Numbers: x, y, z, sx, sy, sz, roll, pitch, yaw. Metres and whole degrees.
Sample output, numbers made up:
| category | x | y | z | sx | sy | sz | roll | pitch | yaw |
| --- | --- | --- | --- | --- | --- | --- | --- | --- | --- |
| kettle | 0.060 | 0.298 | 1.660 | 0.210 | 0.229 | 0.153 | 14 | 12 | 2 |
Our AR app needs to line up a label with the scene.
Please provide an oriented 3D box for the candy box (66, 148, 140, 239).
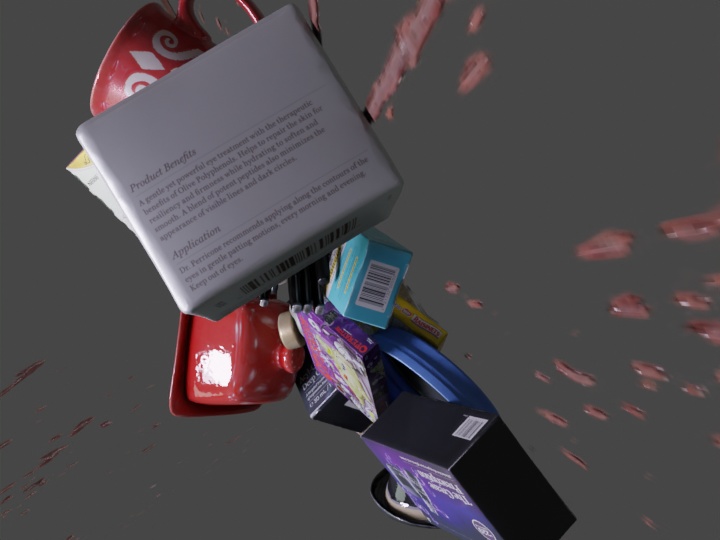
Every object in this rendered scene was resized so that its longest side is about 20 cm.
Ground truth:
| category | x | y | z | sx | sy | sz | roll | pitch | yaw |
| --- | --- | --- | --- | --- | --- | --- | --- | --- | --- |
| candy box | -0.224 | -0.095 | 1.096 | 0.200 | 0.136 | 0.061 | 46 | -142 | -14 |

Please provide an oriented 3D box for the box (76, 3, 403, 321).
| category | x | y | z | sx | sy | sz | roll | pitch | yaw |
| --- | --- | --- | --- | --- | --- | --- | --- | --- | --- |
| box | -0.094 | -0.079 | 0.797 | 0.171 | 0.199 | 0.200 | 58 | 175 | 2 |

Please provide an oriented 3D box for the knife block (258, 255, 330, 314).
| category | x | y | z | sx | sy | sz | roll | pitch | yaw |
| --- | --- | --- | --- | --- | --- | --- | --- | --- | --- |
| knife block | -0.065 | -0.049 | 1.024 | 0.176 | 0.200 | 0.064 | 40 | 139 | 12 |

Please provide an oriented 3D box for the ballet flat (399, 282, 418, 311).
| category | x | y | z | sx | sy | sz | roll | pitch | yaw |
| --- | --- | --- | --- | --- | --- | --- | --- | --- | --- |
| ballet flat | 0.000 | 0.000 | 1.139 | 0.200 | 0.065 | 0.071 | 35 | 145 | 1 |

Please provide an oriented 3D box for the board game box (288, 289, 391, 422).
| category | x | y | z | sx | sy | sz | roll | pitch | yaw |
| --- | --- | --- | --- | --- | --- | --- | --- | --- | --- |
| board game box | -0.019 | 0.100 | 1.075 | 0.120 | 0.032 | 0.200 | 44 | 163 | 28 |

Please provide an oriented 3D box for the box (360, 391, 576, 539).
| category | x | y | z | sx | sy | sz | roll | pitch | yaw |
| --- | --- | --- | --- | --- | --- | --- | --- | --- | --- |
| box | 0.104 | 0.210 | 0.961 | 0.141 | 0.079 | 0.200 | 50 | 162 | -15 |

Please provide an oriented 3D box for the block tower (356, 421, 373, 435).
| category | x | y | z | sx | sy | sz | roll | pitch | yaw |
| --- | --- | --- | --- | --- | --- | --- | --- | --- | --- |
| block tower | 0.057 | 0.223 | 1.298 | 0.058 | 0.054 | 0.200 | 38 | 163 | -9 |

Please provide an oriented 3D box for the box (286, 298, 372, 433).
| category | x | y | z | sx | sy | sz | roll | pitch | yaw |
| --- | --- | --- | --- | --- | --- | --- | --- | --- | --- |
| box | -0.022 | 0.105 | 1.354 | 0.107 | 0.148 | 0.200 | 25 | -155 | -40 |

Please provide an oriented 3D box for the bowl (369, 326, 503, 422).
| category | x | y | z | sx | sy | sz | roll | pitch | yaw |
| --- | --- | --- | --- | --- | --- | --- | --- | --- | --- |
| bowl | 0.079 | 0.141 | 1.059 | 0.201 | 0.039 | 0.201 | 38 | 161 | 16 |

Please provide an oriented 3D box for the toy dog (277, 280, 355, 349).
| category | x | y | z | sx | sy | sz | roll | pitch | yaw |
| --- | --- | --- | --- | --- | --- | --- | --- | --- | --- |
| toy dog | -0.069 | 0.008 | 1.207 | 0.200 | 0.132 | 0.096 | 62 | 180 | 33 |

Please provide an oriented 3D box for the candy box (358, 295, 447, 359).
| category | x | y | z | sx | sy | sz | roll | pitch | yaw |
| --- | --- | --- | --- | --- | --- | --- | --- | --- | --- |
| candy box | 0.044 | 0.083 | 1.110 | 0.102 | 0.026 | 0.200 | 35 | 160 | 10 |

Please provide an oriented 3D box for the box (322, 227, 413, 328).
| category | x | y | z | sx | sy | sz | roll | pitch | yaw |
| --- | --- | --- | --- | --- | --- | --- | --- | --- | --- |
| box | -0.005 | -0.006 | 1.000 | 0.049 | 0.082 | 0.200 | 17 | -173 | -17 |

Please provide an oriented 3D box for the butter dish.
| category | x | y | z | sx | sy | sz | roll | pitch | yaw |
| --- | --- | --- | --- | --- | --- | --- | --- | --- | --- |
| butter dish | -0.142 | 0.108 | 1.277 | 0.148 | 0.200 | 0.200 | 7 | 179 | 33 |

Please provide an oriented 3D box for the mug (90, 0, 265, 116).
| category | x | y | z | sx | sy | sz | roll | pitch | yaw |
| --- | --- | --- | --- | --- | --- | --- | --- | --- | --- |
| mug | -0.146 | -0.177 | 0.943 | 0.200 | 0.133 | 0.178 | 31 | 135 | -1 |

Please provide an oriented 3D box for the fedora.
| category | x | y | z | sx | sy | sz | roll | pitch | yaw |
| --- | --- | --- | --- | --- | --- | --- | --- | --- | --- |
| fedora | 0.112 | 0.289 | 1.370 | 0.201 | 0.200 | 0.092 | -129 | 35 | -61 |
